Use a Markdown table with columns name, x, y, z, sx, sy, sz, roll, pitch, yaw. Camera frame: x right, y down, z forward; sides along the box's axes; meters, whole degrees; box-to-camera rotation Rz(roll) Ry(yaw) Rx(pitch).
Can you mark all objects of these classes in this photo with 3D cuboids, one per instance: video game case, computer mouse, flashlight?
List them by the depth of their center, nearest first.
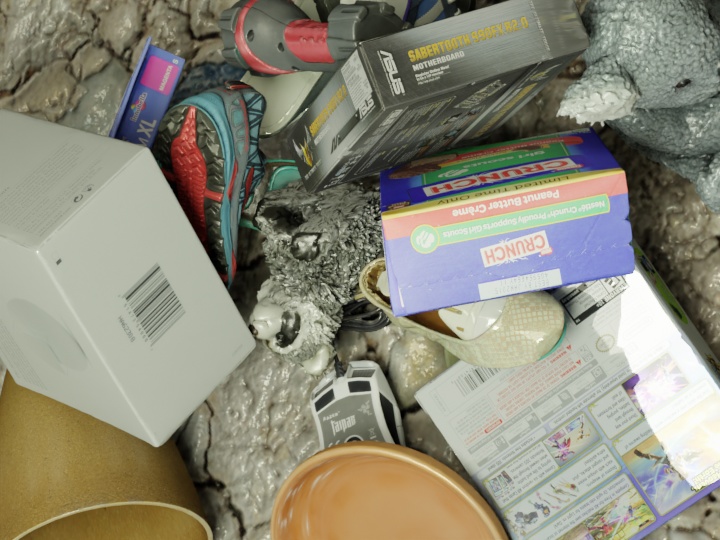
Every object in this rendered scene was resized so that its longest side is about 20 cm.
| name | x | y | z | sx | sy | sz | roll | pitch | yaw |
| --- | --- | --- | --- | --- | --- | --- | --- | --- | --- |
| video game case | 0.169 | 0.108 | 1.407 | 0.199 | 0.045 | 0.182 | -37 | 81 | 21 |
| flashlight | -0.036 | -0.177 | 1.439 | 0.199 | 0.067 | 0.069 | 11 | 107 | 60 |
| computer mouse | -0.005 | 0.113 | 1.536 | 0.109 | 0.044 | 0.202 | -20 | 68 | 22 |

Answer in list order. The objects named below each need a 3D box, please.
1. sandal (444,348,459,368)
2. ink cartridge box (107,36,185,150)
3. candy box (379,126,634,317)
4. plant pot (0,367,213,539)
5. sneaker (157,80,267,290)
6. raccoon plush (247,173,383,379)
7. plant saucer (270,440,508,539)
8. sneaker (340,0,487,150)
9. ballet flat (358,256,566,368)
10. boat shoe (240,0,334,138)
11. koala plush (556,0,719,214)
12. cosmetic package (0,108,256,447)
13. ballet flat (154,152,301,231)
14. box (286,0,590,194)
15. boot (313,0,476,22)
| name | x | y | z | sx | sy | sz | roll | pitch | yaw |
| --- | --- | --- | --- | --- | --- | --- | --- | --- | --- |
| sandal | 0.089 | 0.011 | 1.483 | 0.079 | 0.057 | 0.203 | -10 | 79 | 29 |
| ink cartridge box | -0.188 | -0.114 | 1.585 | 0.042 | 0.200 | 0.120 | 22 | 80 | -7 |
| candy box | 0.098 | -0.039 | 1.361 | 0.167 | 0.200 | 0.078 | -10 | 104 | 2 |
| plant pot | -0.234 | 0.155 | 1.600 | 0.186 | 0.186 | 0.201 | -34 | 54 | 22 |
| sneaker | -0.105 | -0.058 | 1.496 | 0.079 | 0.095 | 0.201 | 32 | 137 | 20 |
| raccoon plush | 0.000 | 0.000 | 1.511 | 0.097 | 0.198 | 0.135 | -124 | 22 | -58 |
| plant saucer | 0.028 | 0.212 | 1.460 | 0.198 | 0.037 | 0.202 | 11 | 120 | 20 |
| sneaker | 0.063 | -0.187 | 1.480 | 0.080 | 0.145 | 0.202 | 31 | 119 | 57 |
| ballet flat | 0.066 | 0.027 | 1.404 | 0.199 | 0.062 | 0.068 | 10 | 73 | 54 |
| boat shoe | -0.030 | -0.188 | 1.572 | 0.073 | 0.062 | 0.200 | 42 | 85 | 2 |
| koala plush | 0.213 | -0.153 | 1.349 | 0.183 | 0.199 | 0.179 | 27 | 98 | 30 |
| cosmetic package | -0.215 | 0.001 | 1.471 | 0.199 | 0.200 | 0.123 | 16 | 52 | 44 |
| ballet flat | -0.079 | -0.063 | 1.576 | 0.198 | 0.070 | 0.068 | 12 | 98 | -2 |
| box | 0.049 | -0.122 | 1.326 | 0.157 | 0.200 | 0.049 | -19 | 83 | -19 |
| boot | 0.011 | -0.275 | 1.500 | 0.130 | 0.202 | 0.068 | -24 | 25 | -8 |
